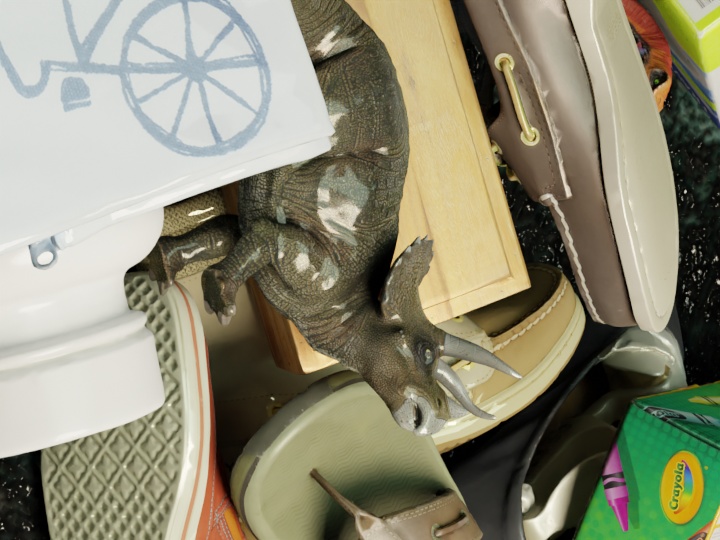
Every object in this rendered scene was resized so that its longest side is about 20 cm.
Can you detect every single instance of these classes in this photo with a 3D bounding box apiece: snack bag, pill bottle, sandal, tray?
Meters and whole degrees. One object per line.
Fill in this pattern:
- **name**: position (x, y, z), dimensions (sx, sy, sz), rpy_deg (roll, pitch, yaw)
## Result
- **snack bag**: position (-0.119, -0.092, 0.629), dimensions (0.200, 0.021, 0.189), rpy_deg (-23, 98, -26)
- **pill bottle**: position (-0.131, -0.042, 0.701), dimensions (0.120, 0.120, 0.200), rpy_deg (-17, 97, -41)
- **sandal**: position (0.019, 0.110, 0.821), dimensions (0.080, 0.057, 0.201), rpy_deg (-44, 132, -11)
- **tray**: position (-0.011, -0.072, 0.782), dimensions (0.099, 0.037, 0.200), rpy_deg (-21, 101, -19)

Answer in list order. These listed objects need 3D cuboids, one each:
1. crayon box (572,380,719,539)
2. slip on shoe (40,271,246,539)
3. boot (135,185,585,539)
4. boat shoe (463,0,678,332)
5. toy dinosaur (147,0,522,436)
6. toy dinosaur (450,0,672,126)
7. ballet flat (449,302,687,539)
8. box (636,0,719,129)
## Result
- **crayon box**: position (0.169, 0.115, 0.976), dimensions (0.200, 0.058, 0.119), rpy_deg (-4, 118, -57)
- **slip on shoe**: position (-0.076, 0.098, 0.804), dimensions (0.061, 0.074, 0.200), rpy_deg (-16, 104, -57)
- **boot**: position (0.000, 0.000, 0.865), dimensions (0.200, 0.073, 0.156), rpy_deg (-28, 110, -29)
- **boat shoe**: position (0.075, -0.068, 0.805), dimensions (0.072, 0.059, 0.200), rpy_deg (-53, 130, -60)
- **toy dinosaur**: position (-0.019, -0.037, 0.735), dimensions (0.102, 0.077, 0.200), rpy_deg (-11, 94, -28)
- **toy dinosaur**: position (0.042, -0.113, 0.839), dimensions (0.181, 0.105, 0.200), rpy_deg (-7, 130, -13)
- **ballet flat**: position (0.110, 0.073, 0.971), dimensions (0.200, 0.073, 0.073), rpy_deg (-42, 118, -34)
- **box**: position (0.136, -0.134, 0.920), dimensions (0.122, 0.048, 0.200), rpy_deg (55, 5, 15)
